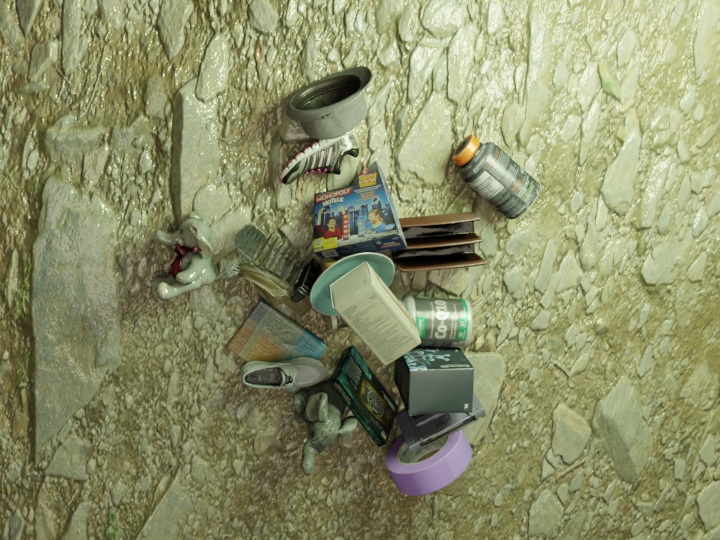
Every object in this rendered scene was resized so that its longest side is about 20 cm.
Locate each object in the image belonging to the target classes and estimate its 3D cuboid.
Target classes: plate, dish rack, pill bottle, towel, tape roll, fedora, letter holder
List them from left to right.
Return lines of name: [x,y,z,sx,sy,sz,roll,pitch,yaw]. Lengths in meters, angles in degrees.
dish rack: [-0.183,-0.027,1.672,0.200,0.154,0.055,42,112,-13]
towel: [-0.193,0.179,1.782,0.199,0.022,0.147,36,97,-12]
fedora: [-0.054,-0.343,1.611,0.198,0.178,0.091,-24,125,-2]
plate: [-0.020,0.025,1.654,0.197,0.026,0.202,-17,142,-13]
pill bottle: [0.151,0.118,1.759,0.196,0.113,0.115,2,103,-8]
tape roll: [0.159,0.436,1.789,0.198,0.200,0.066,-28,104,1]
letter holder: [0.175,-0.063,1.705,0.196,0.142,0.102,-5,104,-5]
pill bottle: [0.298,-0.214,1.703,0.199,0.106,0.107,39,96,-13]

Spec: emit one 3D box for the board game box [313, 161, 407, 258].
board game box: [-0.002,-0.132,1.673,0.197,0.203,0.062,-10,150,17]

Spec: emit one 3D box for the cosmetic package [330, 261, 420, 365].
cosmetic package: [0.032,0.093,1.616,0.103,0.088,0.201,-31,123,12]

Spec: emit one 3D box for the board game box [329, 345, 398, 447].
board game box: [0.011,0.291,1.775,0.028,0.136,0.201,-27,106,28]

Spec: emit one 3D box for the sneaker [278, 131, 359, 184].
sneaker: [-0.084,-0.236,1.669,0.199,0.074,0.088,-35,99,-3]

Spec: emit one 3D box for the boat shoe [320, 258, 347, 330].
boat shoe: [-0.052,0.034,1.740,0.059,0.072,0.204,-8,102,-19]

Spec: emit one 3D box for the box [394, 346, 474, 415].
box: [0.164,0.241,1.745,0.146,0.200,0.109,-1,104,-7]

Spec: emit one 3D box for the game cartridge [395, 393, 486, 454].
game cartridge: [0.187,0.342,1.808,0.198,0.130,0.039,-28,124,0]

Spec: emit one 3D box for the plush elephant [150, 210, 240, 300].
plush elephant: [-0.372,-0.041,1.639,0.197,0.165,0.157,-16,102,-10]

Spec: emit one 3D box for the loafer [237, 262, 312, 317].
loafer: [-0.193,0.046,1.721,0.198,0.076,0.068,26,93,-12]

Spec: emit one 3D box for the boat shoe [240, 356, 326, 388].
boat shoe: [-0.176,0.244,1.750,0.197,0.072,0.071,-1,103,-5]

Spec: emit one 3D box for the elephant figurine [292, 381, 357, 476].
elephant figurine: [-0.078,0.348,1.736,0.139,0.200,0.158,-1,106,-13]

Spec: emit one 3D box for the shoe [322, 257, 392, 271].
shoe: [0.000,0.000,1.695,0.198,0.069,0.054,-2,87,-41]
